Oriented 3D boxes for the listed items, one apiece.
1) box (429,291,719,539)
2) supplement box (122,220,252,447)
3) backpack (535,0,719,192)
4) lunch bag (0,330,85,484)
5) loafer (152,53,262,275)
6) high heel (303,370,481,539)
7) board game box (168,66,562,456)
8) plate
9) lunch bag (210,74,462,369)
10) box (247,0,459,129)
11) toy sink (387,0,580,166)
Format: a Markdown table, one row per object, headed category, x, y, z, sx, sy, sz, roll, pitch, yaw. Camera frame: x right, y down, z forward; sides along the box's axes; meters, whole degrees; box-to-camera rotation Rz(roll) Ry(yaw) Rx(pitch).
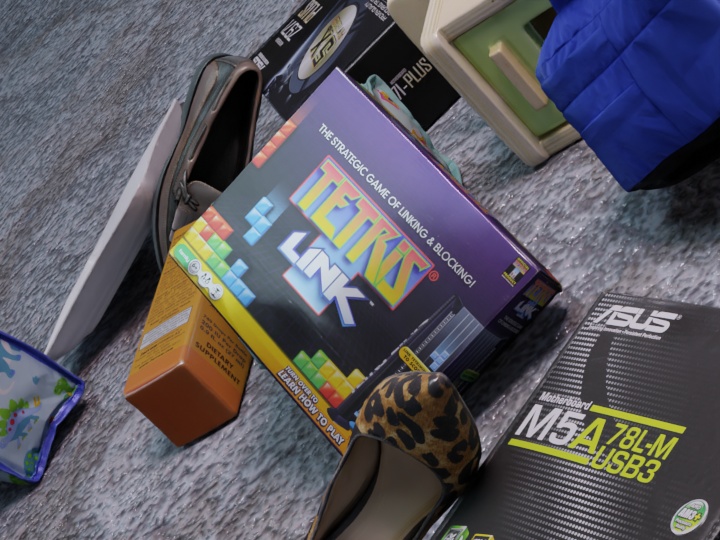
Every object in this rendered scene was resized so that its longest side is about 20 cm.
| category | x | y | z | sx | sy | sz | roll | pitch | yaw |
| --- | --- | --- | --- | --- | --- | --- | --- | --- | --- |
| box | 0.140 | 0.104 | 0.935 | 0.194 | 0.047 | 0.200 | -55 | 26 | -13 |
| supplement box | -0.119 | 0.037 | 1.424 | 0.069 | 0.067 | 0.201 | -32 | 29 | 27 |
| backpack | 0.192 | -0.156 | 1.071 | 0.162 | 0.168 | 0.200 | -34 | -11 | -26 |
| lunch bag | -0.361 | 0.093 | 1.549 | 0.169 | 0.200 | 0.128 | -5 | 54 | 54 |
| loafer | -0.123 | -0.080 | 1.525 | 0.063 | 0.071 | 0.202 | 12 | 92 | 60 |
| high heel | 0.001 | 0.141 | 1.001 | 0.143 | 0.071 | 0.200 | -54 | -9 | -29 |
| board game box | 0.000 | 0.000 | 1.159 | 0.165 | 0.057 | 0.200 | -48 | 64 | 8 |
| plate | -0.210 | -0.032 | 1.640 | 0.200 | 0.032 | 0.200 | -57 | 10 | 25 |
| lunch bag | -0.015 | -0.026 | 1.293 | 0.170 | 0.122 | 0.200 | -39 | 20 | 12 |
| box | 0.003 | -0.174 | 1.531 | 0.164 | 0.086 | 0.200 | -44 | 25 | 4 |
| toy sink | 0.120 | -0.163 | 1.278 | 0.199 | 0.130 | 0.113 | -28 | 30 | 32 |
